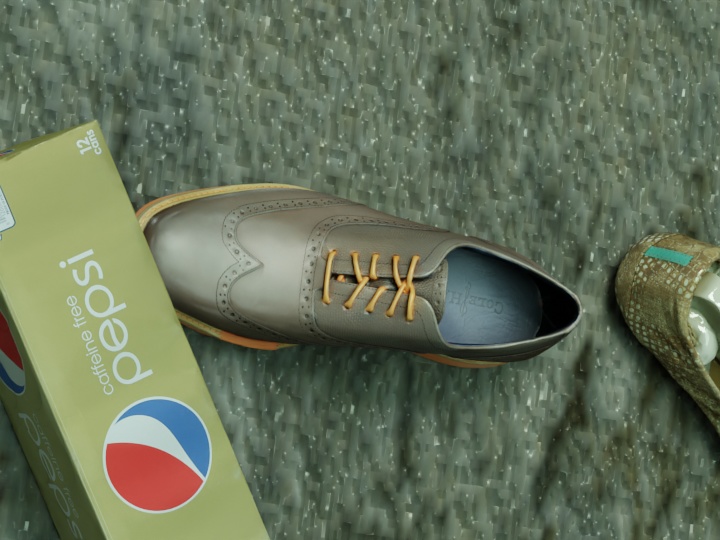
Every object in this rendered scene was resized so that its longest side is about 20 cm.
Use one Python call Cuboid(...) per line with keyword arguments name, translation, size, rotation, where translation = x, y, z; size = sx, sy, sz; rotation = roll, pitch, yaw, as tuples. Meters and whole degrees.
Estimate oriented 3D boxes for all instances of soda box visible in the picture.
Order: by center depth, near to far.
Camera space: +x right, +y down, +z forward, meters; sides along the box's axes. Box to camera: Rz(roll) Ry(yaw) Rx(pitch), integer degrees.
Cuboid(name="soda box", translation=(-0.104, 0.046, 0.856), size=(0.064, 0.068, 0.200), rotation=(-25, 98, -24))

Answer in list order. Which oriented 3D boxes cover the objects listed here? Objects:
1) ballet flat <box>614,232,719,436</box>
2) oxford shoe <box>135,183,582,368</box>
Cuboid(name="ballet flat", translation=(0.197, 0.060, 0.999), size=(0.200, 0.065, 0.071), rotation=(42, 73, -18))
Cuboid(name="oxford shoe", translation=(0.000, 0.000, 0.904), size=(0.200, 0.073, 0.071), rotation=(7, 85, -25))
